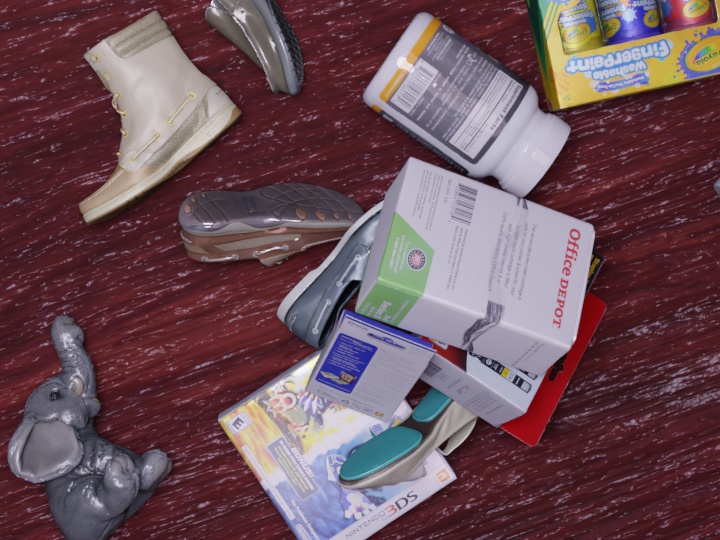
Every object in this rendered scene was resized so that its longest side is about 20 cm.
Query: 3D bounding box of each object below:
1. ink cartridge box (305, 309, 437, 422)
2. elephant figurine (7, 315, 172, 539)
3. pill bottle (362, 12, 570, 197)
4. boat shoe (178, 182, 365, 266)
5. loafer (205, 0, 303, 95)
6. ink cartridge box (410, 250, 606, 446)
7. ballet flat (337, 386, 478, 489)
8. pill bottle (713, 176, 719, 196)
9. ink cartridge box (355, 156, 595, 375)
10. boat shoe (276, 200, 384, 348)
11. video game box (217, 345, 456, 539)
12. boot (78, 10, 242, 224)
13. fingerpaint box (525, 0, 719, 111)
[{"bbox_3d":[0.011,0.090,1.428,0.095,0.200,0.037,22,63,-3],"label":"ink cartridge box"},{"bbox_3d":[-0.308,0.180,1.508,0.200,0.155,0.142,42,135,6],"label":"elephant figurine"},{"bbox_3d":[0.112,-0.169,1.494,0.200,0.116,0.116,35,92,-5],"label":"pill bottle"},{"bbox_3d":[-0.094,-0.045,1.523,0.200,0.076,0.072,-1,127,-11],"label":"boat shoe"},{"bbox_3d":[-0.123,-0.269,1.506,0.070,0.075,0.200,-27,90,11],"label":"loafer"},{"bbox_3d":[0.165,0.053,1.490,0.176,0.084,0.200,33,66,-5],"label":"ink cartridge box"},{"bbox_3d":[0.064,0.179,1.498,0.200,0.069,0.069,-39,95,-21],"label":"ballet flat"},{"bbox_3d":[0.469,-0.141,1.511,0.111,0.111,0.200,39,92,-4],"label":"pill bottle"},{"bbox_3d":[0.113,-0.002,1.395,0.200,0.084,0.146,20,61,-8],"label":"ink cartridge box"},{"bbox_3d":[0.000,0.000,1.515,0.200,0.073,0.062,-45,68,8],"label":"boat shoe"},{"bbox_3d":[-0.024,0.191,1.547,0.182,0.047,0.200,-34,94,-3],"label":"video game box"},{"bbox_3d":[-0.246,-0.159,1.501,0.200,0.073,0.155,-39,95,-1],"label":"boot"},{"bbox_3d":[0.284,-0.270,1.514,0.200,0.073,0.167,-12,94,-1],"label":"fingerpaint box"}]
